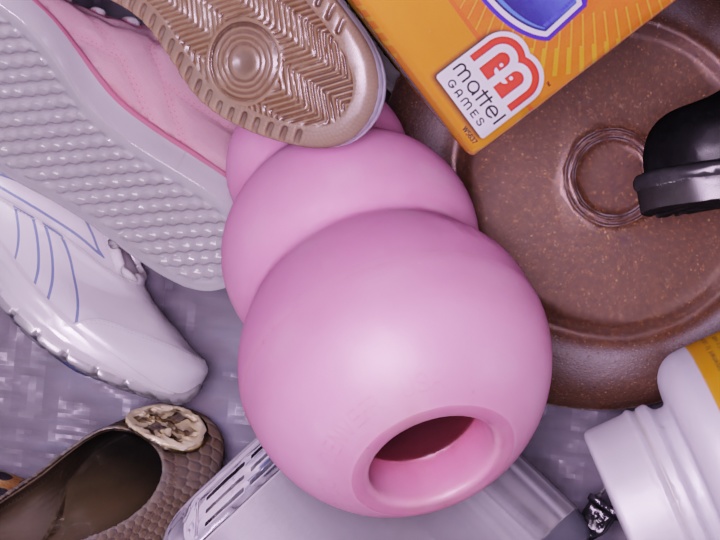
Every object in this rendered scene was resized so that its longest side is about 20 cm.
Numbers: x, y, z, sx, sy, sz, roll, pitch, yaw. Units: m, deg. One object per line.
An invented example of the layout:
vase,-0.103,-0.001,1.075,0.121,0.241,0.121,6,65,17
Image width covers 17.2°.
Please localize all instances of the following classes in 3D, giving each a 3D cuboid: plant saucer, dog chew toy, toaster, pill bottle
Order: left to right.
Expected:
dog chew toy,0.000,0.000,0.961,0.124,0.125,0.201,-28,50,10
toaster,0.005,0.120,1.024,0.200,0.114,0.129,-41,81,-14
plant saucer,0.106,-0.039,1.028,0.199,0.037,0.202,0,89,-4
pill bottle,0.199,0.063,0.991,0.199,0.109,0.110,-24,87,3

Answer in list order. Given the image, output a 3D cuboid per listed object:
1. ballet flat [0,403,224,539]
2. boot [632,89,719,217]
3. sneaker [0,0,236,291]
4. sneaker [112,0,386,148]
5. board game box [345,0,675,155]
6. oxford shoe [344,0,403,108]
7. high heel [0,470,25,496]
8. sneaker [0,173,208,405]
ballet flat,-0.131,0.106,1.028,0.067,0.200,0.047,21,128,34
boot,0.178,-0.116,0.985,0.210,0.079,0.159,-20,91,-31
sneaker,-0.116,-0.084,1.050,0.200,0.105,0.075,39,128,-12
sneaker,-0.052,-0.115,0.984,0.200,0.108,0.070,35,105,23
board game box,0.045,-0.201,0.913,0.200,0.200,0.200,-38,108,3
oxford shoe,-0.015,-0.118,1.064,0.075,0.058,0.201,-11,88,12
high heel,-0.173,0.138,1.051,0.199,0.143,0.072,24,98,9
sneaker,-0.140,-0.019,1.083,0.200,0.075,0.087,43,88,5
